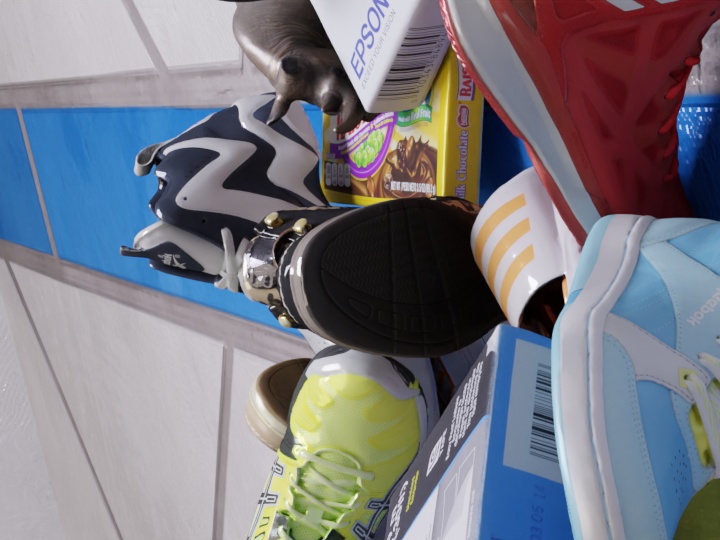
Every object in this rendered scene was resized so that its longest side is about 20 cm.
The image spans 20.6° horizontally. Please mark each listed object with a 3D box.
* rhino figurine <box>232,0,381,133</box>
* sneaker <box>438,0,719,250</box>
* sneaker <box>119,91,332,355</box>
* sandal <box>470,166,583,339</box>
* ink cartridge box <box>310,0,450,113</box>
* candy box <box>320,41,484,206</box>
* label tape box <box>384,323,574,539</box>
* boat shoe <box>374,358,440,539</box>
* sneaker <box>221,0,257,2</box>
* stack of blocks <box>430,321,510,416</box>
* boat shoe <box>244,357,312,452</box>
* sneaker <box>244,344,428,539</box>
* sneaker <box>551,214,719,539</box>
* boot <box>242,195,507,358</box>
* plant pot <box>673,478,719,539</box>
[{"bbox_3d":[-0.032,-0.138,1.112,0.201,0.087,0.060,-105,29,-44],"label":"rhino figurine"},{"bbox_3d":[0.123,-0.073,0.807,0.200,0.115,0.079,45,-153,-43],"label":"sneaker"},{"bbox_3d":[-0.068,-0.002,1.138,0.080,0.128,0.201,123,128,-67],"label":"sneaker"},{"bbox_3d":[0.081,-0.018,0.903,0.079,0.059,0.208,53,-159,-44],"label":"sandal"},{"bbox_3d":[0.007,-0.220,1.019,0.201,0.043,0.197,62,148,29],"label":"ink cartridge box"},{"bbox_3d":[0.021,-0.086,1.123,0.200,0.026,0.103,-171,85,-70],"label":"candy box"},{"bbox_3d":[0.042,0.143,0.827,0.201,0.063,0.145,118,167,-45],"label":"label tape box"},{"bbox_3d":[0.021,0.112,1.093,0.057,0.068,0.202,-109,13,-68],"label":"boat shoe"},{"bbox_3d":[-0.034,-0.221,0.991,0.201,0.074,0.085,-57,42,41],"label":"sneaker"},{"bbox_3d":[0.052,0.057,1.136,0.116,0.058,0.201,100,149,-53],"label":"stack of blocks"},{"bbox_3d":[-0.017,0.101,1.190,0.072,0.065,0.200,53,-163,21],"label":"boat shoe"},{"bbox_3d":[-0.017,0.123,1.008,0.077,0.075,0.201,-71,-2,-52],"label":"sneaker"},{"bbox_3d":[0.140,0.034,0.712,0.201,0.129,0.080,-69,-31,-56],"label":"sneaker"},{"bbox_3d":[0.000,0.000,0.961,0.150,0.199,0.074,-3,98,43],"label":"boot"},{"bbox_3d":[0.150,0.173,0.809,0.187,0.185,0.202,157,112,-71],"label":"plant pot"}]
